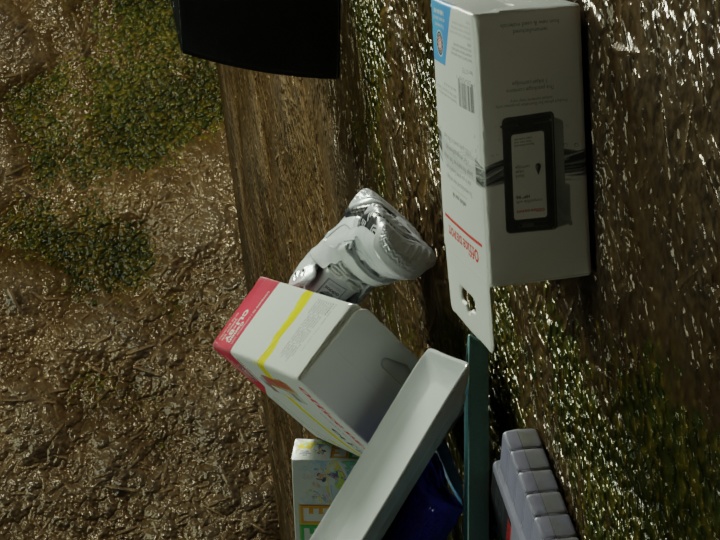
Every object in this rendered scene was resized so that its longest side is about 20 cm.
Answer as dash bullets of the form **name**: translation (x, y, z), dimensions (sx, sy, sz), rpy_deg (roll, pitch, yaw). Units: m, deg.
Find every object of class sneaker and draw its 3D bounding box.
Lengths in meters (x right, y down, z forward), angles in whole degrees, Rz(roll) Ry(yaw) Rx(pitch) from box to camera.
- **sneaker**: translation (0.000, 0.000, 1.493), dimensions (0.115, 0.075, 0.200), rpy_deg (-50, 13, 6)

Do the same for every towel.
- **towel**: translation (0.000, 0.231, 1.311), dimensions (0.201, 0.049, 0.148), rpy_deg (-57, 11, 6)

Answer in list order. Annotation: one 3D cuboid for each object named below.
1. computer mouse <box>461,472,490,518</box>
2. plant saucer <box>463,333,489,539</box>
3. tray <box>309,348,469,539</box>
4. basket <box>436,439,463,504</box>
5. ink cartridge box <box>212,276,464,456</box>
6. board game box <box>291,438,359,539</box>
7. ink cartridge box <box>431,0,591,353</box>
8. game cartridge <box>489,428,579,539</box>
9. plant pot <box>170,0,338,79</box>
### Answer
- **computer mouse**: translation (0.090, 0.255, 1.324), dimensions (0.059, 0.034, 0.203), rpy_deg (-14, -80, -66)
- **plant saucer**: translation (0.086, 0.150, 1.256), dimensions (0.070, 0.019, 0.202), rpy_deg (89, -176, -57)
- **tray**: translation (0.021, 0.154, 1.277), dimensions (0.201, 0.022, 0.107), rpy_deg (-58, 13, -4)
- **basket**: translation (0.038, 0.258, 1.447), dimensions (0.201, 0.138, 0.177), rpy_deg (-58, 24, 16)
- **ink cartridge box**: translation (-0.023, 0.090, 1.462), dimensions (0.145, 0.084, 0.200), rpy_deg (43, 167, -23)
- **board game box**: translation (0.006, 0.252, 1.595), dimensions (0.034, 0.133, 0.202), rpy_deg (-80, -11, -60)
- **ink cartridge box**: translation (0.092, -0.064, 1.035), dimensions (0.116, 0.067, 0.203), rpy_deg (-126, 31, -73)
- **game cartridge**: translation (0.118, 0.225, 1.193), dimensions (0.130, 0.038, 0.202), rpy_deg (-113, 19, -49)
- **plant pot**: translation (-0.126, -0.340, 1.894), dimensions (0.201, 0.175, 0.201), rpy_deg (-108, 14, -47)
